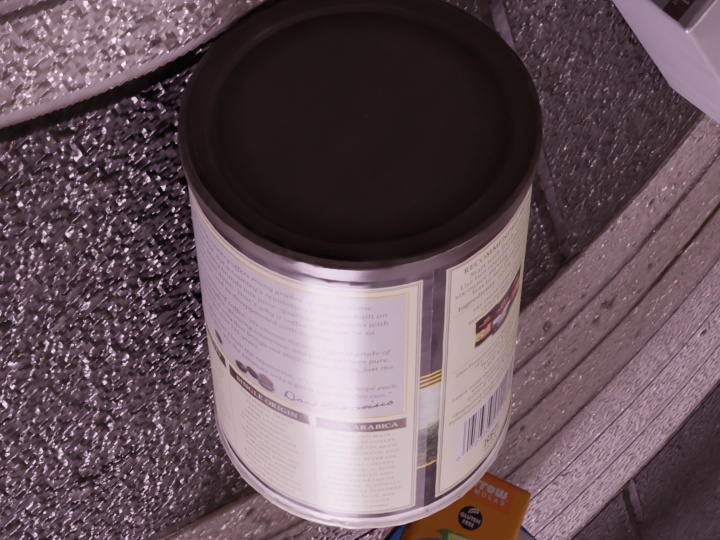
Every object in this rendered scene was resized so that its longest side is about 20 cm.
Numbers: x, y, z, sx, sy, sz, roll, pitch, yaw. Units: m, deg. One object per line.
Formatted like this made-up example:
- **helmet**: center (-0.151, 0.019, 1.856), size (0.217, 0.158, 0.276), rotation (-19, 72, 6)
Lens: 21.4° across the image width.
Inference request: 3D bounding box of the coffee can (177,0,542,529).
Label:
- **coffee can**: center (0.000, 0.000, 0.829), size (0.146, 0.146, 0.201), rotation (-35, 150, -23)

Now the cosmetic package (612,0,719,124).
- **cosmetic package**: center (0.198, -0.149, 0.996), size (0.107, 0.090, 0.200), rotation (-49, 150, 2)

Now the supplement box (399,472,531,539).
- **supplement box**: center (0.037, 0.216, 1.154), size (0.069, 0.066, 0.201), rotation (108, 5, -66)

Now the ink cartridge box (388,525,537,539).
- **ink cartridge box**: center (0.099, 0.265, 1.255), size (0.147, 0.200, 0.145), rotation (-48, 153, 0)
